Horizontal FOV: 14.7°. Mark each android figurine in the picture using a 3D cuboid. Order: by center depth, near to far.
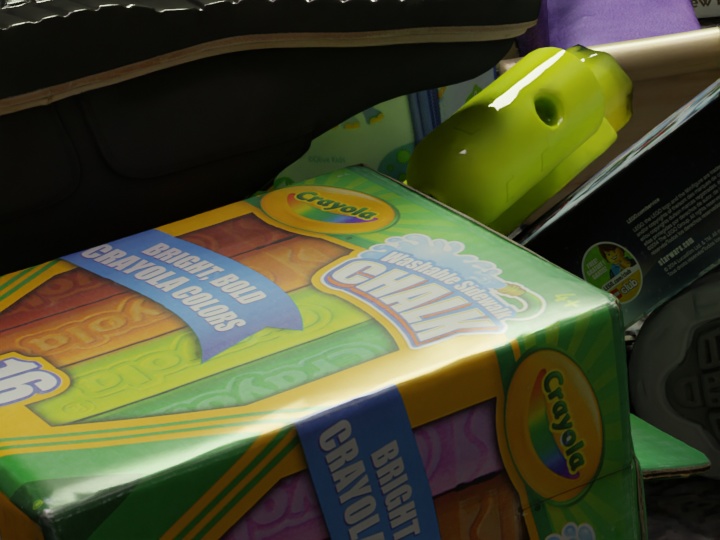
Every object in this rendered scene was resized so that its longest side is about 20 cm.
[{"bbox_3d":[0.000,0.000,0.843,0.200,0.041,0.182,-38,0,-39],"label":"android figurine"}]

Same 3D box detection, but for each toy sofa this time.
[{"bbox_3d":[0.090,-0.100,1.080,0.082,0.098,0.200,-7,21,3],"label":"toy sofa"}]

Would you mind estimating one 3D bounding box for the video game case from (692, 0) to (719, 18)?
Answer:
[{"bbox_3d":[0.106,-0.151,1.299,0.181,0.022,0.200,-5,22,7],"label":"video game case"}]

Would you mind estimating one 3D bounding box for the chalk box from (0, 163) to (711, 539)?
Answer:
[{"bbox_3d":[-0.008,0.058,0.690,0.199,0.125,0.125,-20,27,-28],"label":"chalk box"}]

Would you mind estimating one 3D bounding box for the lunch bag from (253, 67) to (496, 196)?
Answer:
[{"bbox_3d":[-0.054,-0.080,0.993,0.199,0.162,0.082,4,24,25],"label":"lunch bag"}]

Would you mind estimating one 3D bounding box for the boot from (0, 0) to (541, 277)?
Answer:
[{"bbox_3d":[-0.049,-0.018,0.756,0.199,0.139,0.077,-8,25,-26],"label":"boot"}]

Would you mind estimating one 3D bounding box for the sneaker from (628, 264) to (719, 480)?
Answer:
[{"bbox_3d":[0.179,0.005,0.828,0.199,0.078,0.099,-4,19,7],"label":"sneaker"}]

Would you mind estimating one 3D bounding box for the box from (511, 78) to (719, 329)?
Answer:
[{"bbox_3d":[0.090,-0.019,0.814,0.200,0.040,0.137,-39,-2,39],"label":"box"}]
